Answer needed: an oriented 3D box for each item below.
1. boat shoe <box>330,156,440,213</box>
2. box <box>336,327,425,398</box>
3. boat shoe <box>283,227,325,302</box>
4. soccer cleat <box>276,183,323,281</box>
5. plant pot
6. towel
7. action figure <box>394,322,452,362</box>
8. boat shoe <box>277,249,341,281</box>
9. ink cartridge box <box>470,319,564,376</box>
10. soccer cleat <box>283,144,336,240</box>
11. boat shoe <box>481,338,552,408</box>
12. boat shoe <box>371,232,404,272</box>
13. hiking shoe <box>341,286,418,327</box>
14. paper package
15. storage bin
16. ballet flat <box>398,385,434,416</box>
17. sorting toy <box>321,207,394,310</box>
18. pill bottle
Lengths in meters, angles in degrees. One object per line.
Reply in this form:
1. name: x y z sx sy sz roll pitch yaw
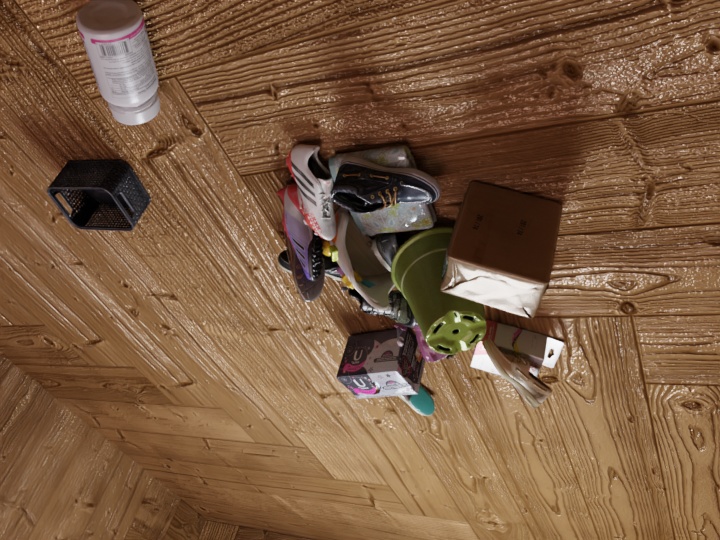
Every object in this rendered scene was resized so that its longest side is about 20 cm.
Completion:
1. boat shoe: 0.045 -0.138 1.215 0.194 0.092 0.072 14 143 7
2. box: 0.054 0.242 1.726 0.196 0.135 0.115 -13 134 37
3. boat shoe: -0.125 -0.032 1.459 0.074 0.207 0.072 -5 175 -23
4. soccer cleat: -0.125 -0.078 1.398 0.071 0.068 0.206 -6 98 17
5. plant pot: 0.170 0.053 1.326 0.194 0.193 0.204 -5 133 -6
6. towel: 0.046 -0.154 1.310 0.167 0.049 0.202 -5 136 27
7. action figure: 0.152 0.115 1.572 0.132 0.149 0.202 -29 103 25
8. boat shoe: -0.094 -0.026 1.516 0.194 0.076 0.067 15 142 8
9. ink cartridge box: 0.365 0.197 1.566 0.194 0.069 0.118 14 142 10
10. soccer cleat: -0.082 -0.153 1.323 0.083 0.069 0.204 -5 115 38
11. boat shoe: 0.350 0.219 1.501 0.064 0.072 0.200 -41 104 11
12. boat shoe: 0.103 -0.008 1.440 0.061 0.074 0.200 -28 126 26
13. hiking shoe: 0.047 0.079 1.493 0.198 0.099 0.078 28 124 37
14. paper package: 0.255 -0.043 1.212 0.185 0.203 0.105 15 144 9
15. storage bin: -0.613 -0.176 1.573 0.194 0.095 0.137 2 140 23
16. ballet flat: 0.131 0.335 1.880 0.199 0.068 0.062 42 167 -20
17. sorting toy: 0.000 0.000 1.392 0.106 0.181 0.200 -37 119 11
18. pill bottle: -0.431 -0.375 1.214 0.110 0.115 0.202 14 143 8
